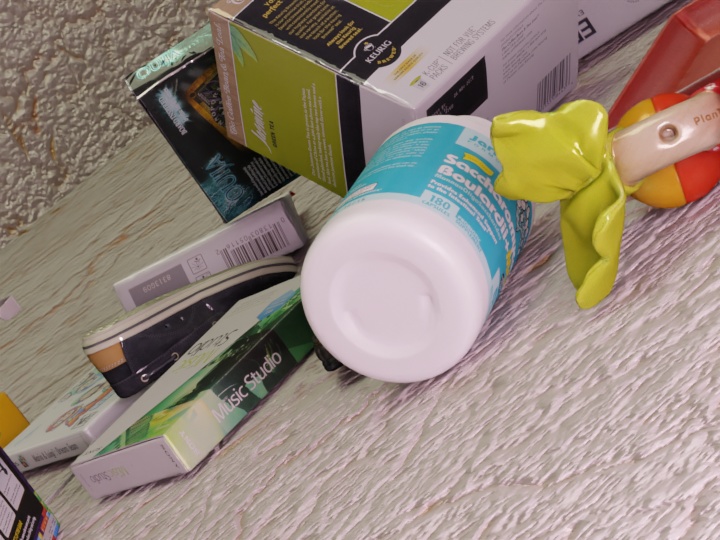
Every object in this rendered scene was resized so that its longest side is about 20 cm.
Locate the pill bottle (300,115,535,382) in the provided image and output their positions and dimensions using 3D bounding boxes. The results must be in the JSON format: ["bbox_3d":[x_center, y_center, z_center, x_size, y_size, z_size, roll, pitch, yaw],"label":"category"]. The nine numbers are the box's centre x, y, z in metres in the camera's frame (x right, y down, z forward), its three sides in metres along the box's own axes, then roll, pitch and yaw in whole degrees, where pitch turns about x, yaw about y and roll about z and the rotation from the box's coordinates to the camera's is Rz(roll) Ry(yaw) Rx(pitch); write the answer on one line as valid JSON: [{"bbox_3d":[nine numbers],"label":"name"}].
[{"bbox_3d":[0.042,-0.024,1.357,0.111,0.111,0.200,-31,14,29],"label":"pill bottle"}]

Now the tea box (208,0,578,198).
[{"bbox_3d":[0.027,-0.164,1.664,0.196,0.134,0.200,29,56,28],"label":"tea box"}]

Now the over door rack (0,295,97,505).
[{"bbox_3d":[-0.291,0.140,1.636,0.200,0.148,0.066,-44,18,-24],"label":"over door rack"}]

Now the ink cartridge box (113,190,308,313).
[{"bbox_3d":[-0.122,-0.011,1.934,0.159,0.047,0.200,-27,2,3],"label":"ink cartridge box"}]

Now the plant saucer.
[{"bbox_3d":[0.257,-0.154,1.403,0.199,0.037,0.200,-28,15,35],"label":"plant saucer"}]

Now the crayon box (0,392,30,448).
[{"bbox_3d":[-0.364,0.180,1.932,0.125,0.052,0.200,-29,14,35],"label":"crayon box"}]

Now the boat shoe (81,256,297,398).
[{"bbox_3d":[-0.126,0.041,1.739,0.199,0.063,0.074,-27,5,-38],"label":"boat shoe"}]

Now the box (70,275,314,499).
[{"bbox_3d":[-0.102,0.078,1.583,0.200,0.036,0.144,-47,14,-34],"label":"box"}]

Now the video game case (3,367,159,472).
[{"bbox_3d":[-0.194,0.090,1.836,0.200,0.024,0.182,-44,13,-33],"label":"video game case"}]

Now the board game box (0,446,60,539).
[{"bbox_3d":[-0.277,0.155,1.490,0.057,0.166,0.200,-36,11,6],"label":"board game box"}]

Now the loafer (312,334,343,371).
[{"bbox_3d":[0.000,0.000,1.486,0.073,0.072,0.200,-31,14,23],"label":"loafer"}]

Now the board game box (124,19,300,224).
[{"bbox_3d":[-0.092,-0.129,1.788,0.135,0.200,0.028,-32,56,0],"label":"board game box"}]

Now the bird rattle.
[{"bbox_3d":[0.171,-0.077,1.226,0.199,0.113,0.163,-34,-4,5],"label":"bird rattle"}]

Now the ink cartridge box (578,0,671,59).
[{"bbox_3d":[0.156,-0.253,1.751,0.199,0.165,0.075,-32,7,28],"label":"ink cartridge box"}]
